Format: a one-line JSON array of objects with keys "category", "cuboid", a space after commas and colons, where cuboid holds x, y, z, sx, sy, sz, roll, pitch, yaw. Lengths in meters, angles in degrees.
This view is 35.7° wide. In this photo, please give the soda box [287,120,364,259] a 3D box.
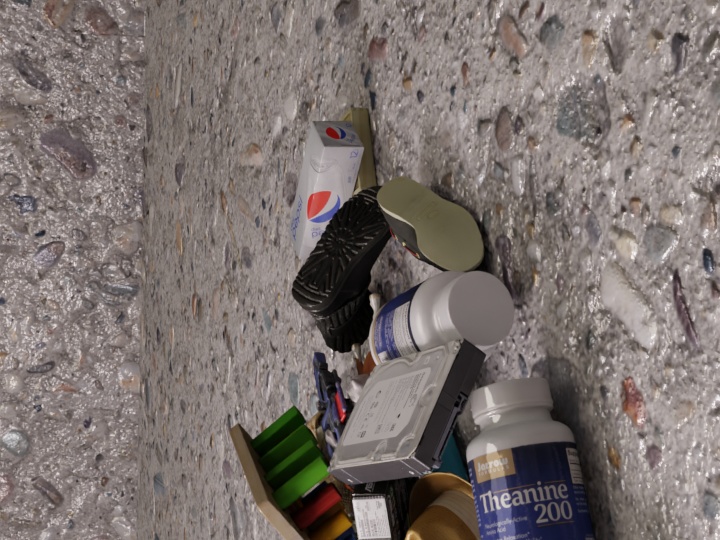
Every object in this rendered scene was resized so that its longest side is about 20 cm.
[{"category": "soda box", "cuboid": [-0.052, -0.114, 1.622, 0.069, 0.062, 0.202, -116, 32, -45]}]

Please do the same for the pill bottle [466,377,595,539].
[{"category": "pill bottle", "cuboid": [0.164, 0.214, 1.098, 0.111, 0.109, 0.203, 135, 130, -61]}]

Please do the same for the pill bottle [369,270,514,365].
[{"category": "pill bottle", "cuboid": [0.093, 0.064, 1.272, 0.200, 0.109, 0.113, 147, 119, -64]}]

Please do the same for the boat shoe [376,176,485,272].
[{"category": "boat shoe", "cuboid": [0.091, -0.044, 1.345, 0.201, 0.073, 0.063, 44, 167, 49]}]

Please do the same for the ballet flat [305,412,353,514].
[{"category": "ballet flat", "cuboid": [-0.037, 0.283, 1.680, 0.066, 0.070, 0.201, -63, 36, 25]}]

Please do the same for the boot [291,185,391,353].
[{"category": "boot", "cuboid": [-0.002, -0.001, 1.546, 0.079, 0.212, 0.158, 34, 170, 33]}]

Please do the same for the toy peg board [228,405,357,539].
[{"category": "toy peg board", "cuboid": [-0.065, 0.297, 1.497, 0.200, 0.097, 0.200, 54, 179, -28]}]

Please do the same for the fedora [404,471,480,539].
[{"category": "fedora", "cuboid": [0.100, 0.326, 1.229, 0.199, 0.081, 0.204, 27, 127, 41]}]

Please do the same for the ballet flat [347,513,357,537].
[{"category": "ballet flat", "cuboid": [0.024, 0.349, 1.523, 0.200, 0.068, 0.071, 146, 120, -65]}]

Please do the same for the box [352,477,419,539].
[{"category": "box", "cuboid": [0.039, 0.299, 1.332, 0.194, 0.047, 0.203, -70, -27, -66]}]

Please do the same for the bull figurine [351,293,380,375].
[{"category": "bull figurine", "cuboid": [0.039, 0.108, 1.475, 0.201, 0.064, 0.123, 115, 149, -47]}]

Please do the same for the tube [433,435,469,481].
[{"category": "tube", "cuboid": [0.098, 0.223, 1.362, 0.078, 0.050, 0.202, 113, 152, -42]}]

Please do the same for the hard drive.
[{"category": "hard drive", "cuboid": [0.044, 0.153, 1.187, 0.199, 0.038, 0.141, -24, 36, 60]}]

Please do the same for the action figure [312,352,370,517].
[{"category": "action figure", "cuboid": [-0.009, 0.200, 1.493, 0.202, 0.103, 0.195, -105, 18, -45]}]

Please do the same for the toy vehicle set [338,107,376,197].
[{"category": "toy vehicle set", "cuboid": [-0.030, -0.149, 1.684, 0.200, 0.026, 0.127, 145, 121, -65]}]
